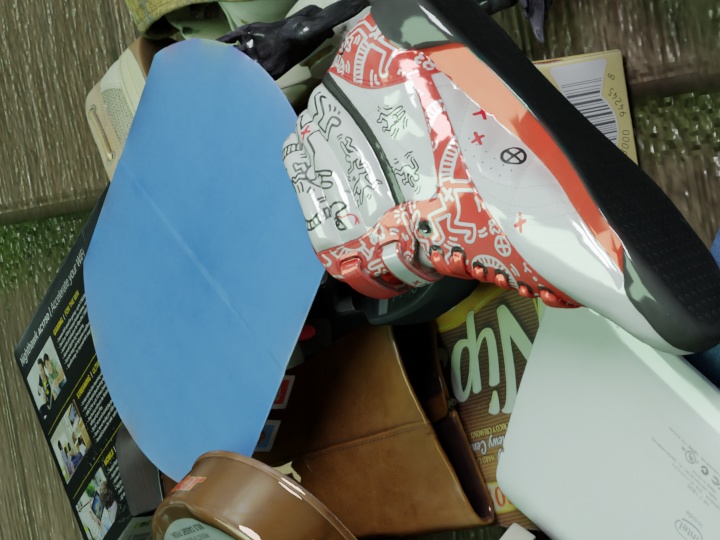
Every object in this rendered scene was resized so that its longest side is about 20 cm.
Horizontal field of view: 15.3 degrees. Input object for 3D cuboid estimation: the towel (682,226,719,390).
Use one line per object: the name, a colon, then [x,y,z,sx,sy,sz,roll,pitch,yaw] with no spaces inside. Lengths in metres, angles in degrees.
towel: [0.190,-0.017,0.978,0.112,0.048,0.200,53,139,34]

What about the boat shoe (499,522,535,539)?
boat shoe: [0.071,0.175,1.177,0.063,0.073,0.200,32,157,13]

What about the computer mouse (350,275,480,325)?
computer mouse: [0.000,0.000,1.178,0.200,0.034,0.059,-10,73,57]

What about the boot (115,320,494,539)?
boot: [-0.010,0.126,1.226,0.200,0.068,0.189,-20,81,41]

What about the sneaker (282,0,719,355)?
sneaker: [0.051,-0.014,1.045,0.201,0.067,0.108,50,115,24]

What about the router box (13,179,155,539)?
router box: [-0.120,0.055,1.476,0.200,0.051,0.149,-53,54,50]

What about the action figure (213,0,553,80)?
action figure: [0.003,-0.128,1.123,0.200,0.102,0.119,-15,107,46]

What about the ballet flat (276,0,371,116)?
ballet flat: [-0.017,-0.098,1.259,0.068,0.062,0.200,61,144,13]

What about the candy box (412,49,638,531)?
candy box: [0.073,0.010,1.159,0.115,0.055,0.201,-2,97,56]

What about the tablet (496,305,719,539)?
tablet: [0.132,0.103,1.049,0.200,0.014,0.130,44,139,30]

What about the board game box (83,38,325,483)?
board game box: [-0.057,-0.004,1.189,0.158,0.039,0.200,50,130,39]

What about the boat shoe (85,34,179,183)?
boat shoe: [-0.092,-0.025,1.376,0.065,0.072,0.200,-37,61,30]

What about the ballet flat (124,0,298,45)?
ballet flat: [-0.062,-0.143,1.318,0.200,0.071,0.071,3,102,59]

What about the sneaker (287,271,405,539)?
sneaker: [-0.012,0.055,1.306,0.089,0.074,0.201,-133,41,-63]

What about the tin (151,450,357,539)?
tin: [-0.011,0.163,1.155,0.200,0.042,0.112,48,156,-8]
